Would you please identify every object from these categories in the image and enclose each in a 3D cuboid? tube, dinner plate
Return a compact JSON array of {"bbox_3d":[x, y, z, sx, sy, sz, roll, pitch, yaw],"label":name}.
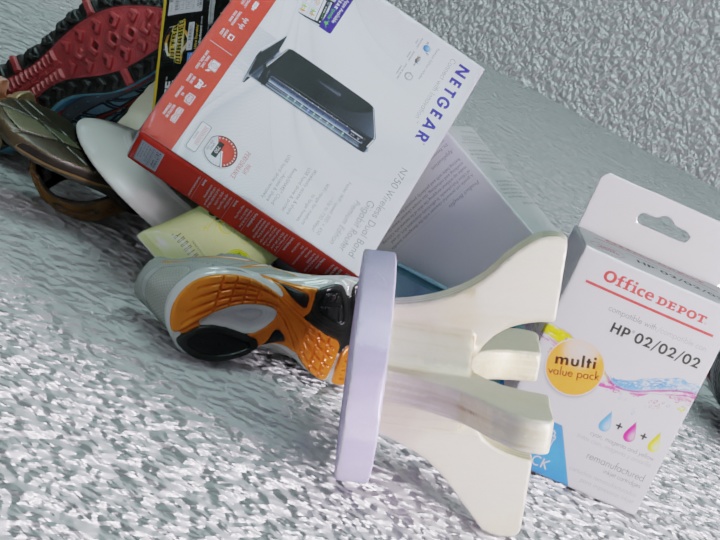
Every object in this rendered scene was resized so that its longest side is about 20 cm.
[{"bbox_3d":[-0.067,-0.038,1.271,0.058,0.052,0.200,20,38,34],"label":"tube"},{"bbox_3d":[-0.129,-0.053,1.331,0.200,0.024,0.200,42,10,-9],"label":"dinner plate"}]

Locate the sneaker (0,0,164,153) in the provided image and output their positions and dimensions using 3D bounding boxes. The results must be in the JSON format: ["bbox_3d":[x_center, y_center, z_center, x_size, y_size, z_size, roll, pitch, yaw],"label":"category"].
[{"bbox_3d":[-0.209,-0.154,1.382,0.096,0.200,0.079,7,61,-67],"label":"sneaker"}]

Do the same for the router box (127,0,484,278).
[{"bbox_3d":[-0.035,-0.113,1.246,0.179,0.200,0.049,33,-27,-5],"label":"router box"}]

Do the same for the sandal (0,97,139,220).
[{"bbox_3d":[-0.209,-0.068,1.319,0.082,0.055,0.200,46,7,26],"label":"sandal"}]

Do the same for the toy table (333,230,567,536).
[{"bbox_3d":[0.050,0.059,1.035,0.117,0.184,0.200,8,26,0],"label":"toy table"}]

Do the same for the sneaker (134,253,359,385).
[{"bbox_3d":[-0.060,0.021,1.186,0.200,0.076,0.092,15,12,-41],"label":"sneaker"}]

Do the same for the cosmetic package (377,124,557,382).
[{"bbox_3d":[0.097,-0.003,1.337,0.200,0.108,0.085,52,17,10],"label":"cosmetic package"}]

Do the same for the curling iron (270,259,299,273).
[{"bbox_3d":[-0.011,0.031,1.279,0.200,0.026,0.050,37,30,18],"label":"curling iron"}]

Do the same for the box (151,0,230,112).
[{"bbox_3d":[-0.079,-0.129,1.356,0.049,0.160,0.200,-6,-17,30],"label":"box"}]

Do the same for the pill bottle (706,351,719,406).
[{"bbox_3d":[0.371,0.108,1.514,0.114,0.114,0.200,23,13,-7],"label":"pill bottle"}]

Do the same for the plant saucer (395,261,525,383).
[{"bbox_3d":[0.060,0.049,1.294,0.200,0.070,0.019,28,1,17],"label":"plant saucer"}]

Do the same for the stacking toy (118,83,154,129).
[{"bbox_3d":[-0.108,-0.102,1.547,0.146,0.146,0.200,36,-2,42],"label":"stacking toy"}]

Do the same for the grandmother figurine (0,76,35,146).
[{"bbox_3d":[-0.341,-0.145,1.333,0.200,0.061,0.121,23,27,20],"label":"grandmother figurine"}]

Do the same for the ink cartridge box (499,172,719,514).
[{"bbox_3d":[0.175,0.049,1.204,0.115,0.200,0.068,23,13,-4],"label":"ink cartridge box"}]
